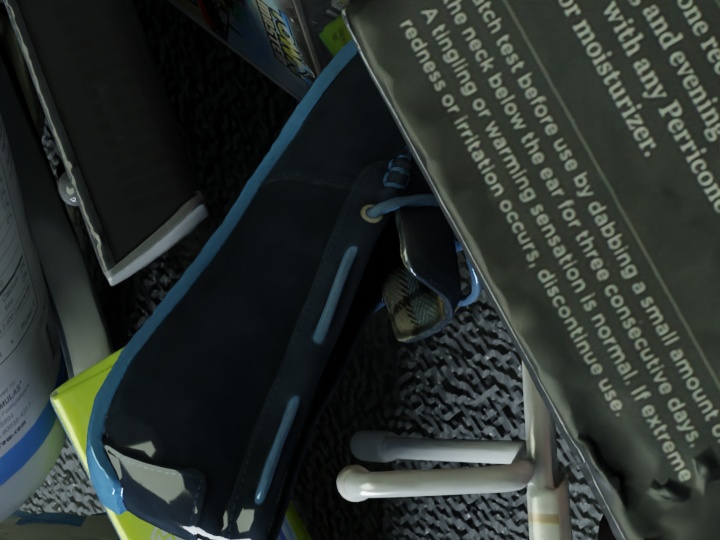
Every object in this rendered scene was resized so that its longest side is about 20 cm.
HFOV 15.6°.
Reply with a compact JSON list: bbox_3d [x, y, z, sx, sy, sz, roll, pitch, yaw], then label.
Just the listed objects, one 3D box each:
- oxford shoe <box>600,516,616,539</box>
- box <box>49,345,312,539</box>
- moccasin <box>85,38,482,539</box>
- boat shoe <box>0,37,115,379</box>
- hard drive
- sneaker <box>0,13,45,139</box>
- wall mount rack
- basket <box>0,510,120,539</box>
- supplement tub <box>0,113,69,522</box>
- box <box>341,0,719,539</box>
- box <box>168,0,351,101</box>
[{"bbox_3d":[0.111,0.157,0.782,0.071,0.073,0.200,-19,95,51],"label":"oxford shoe"},{"bbox_3d":[-0.046,0.086,0.868,0.122,0.048,0.200,61,179,5],"label":"box"},{"bbox_3d":[0.000,0.000,0.764,0.068,0.200,0.081,27,161,17],"label":"moccasin"},{"bbox_3d":[-0.137,-0.012,0.951,0.074,0.065,0.200,-117,9,-54],"label":"boat shoe"},{"bbox_3d":[-0.090,-0.065,0.858,0.200,0.042,0.135,-151,41,-82],"label":"hard drive"},{"bbox_3d":[-0.182,-0.121,0.987,0.115,0.074,0.200,-6,114,48],"label":"sneaker"},{"bbox_3d":[0.030,0.113,0.794,0.074,0.174,0.201,-3,89,5],"label":"wall mount rack"},{"bbox_3d":[-0.122,0.177,0.851,0.139,0.200,0.177,-5,108,6],"label":"basket"},{"bbox_3d":[-0.170,-0.015,0.821,0.132,0.132,0.200,26,141,38],"label":"supplement tub"},{"bbox_3d":[0.127,-0.043,0.516,0.196,0.200,0.124,-29,85,12],"label":"box"},{"bbox_3d":[-0.049,-0.135,0.781,0.110,0.035,0.200,39,163,29],"label":"box"}]
